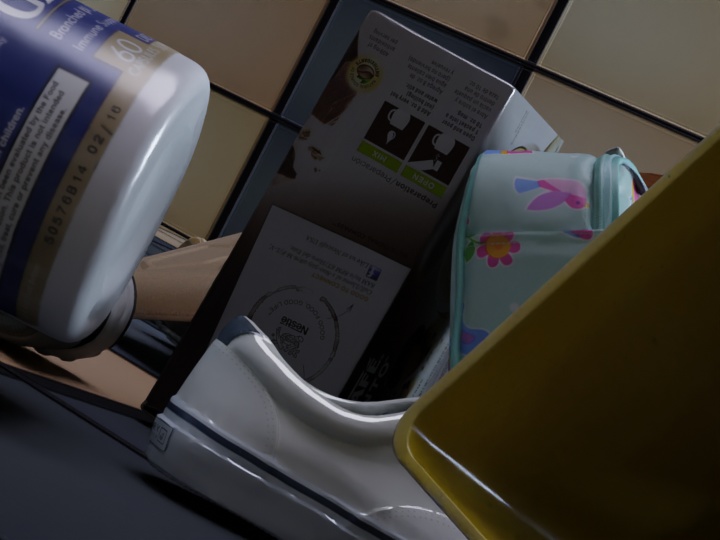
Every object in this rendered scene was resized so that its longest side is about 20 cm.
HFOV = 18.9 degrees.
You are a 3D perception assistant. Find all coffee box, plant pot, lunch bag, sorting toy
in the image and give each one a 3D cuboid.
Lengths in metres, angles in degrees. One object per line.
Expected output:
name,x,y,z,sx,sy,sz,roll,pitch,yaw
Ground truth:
coffee box,0.000,0.000,0.966,0.080,0.201,0.113,30,0,19
plant pot,0.168,0.085,0.720,0.200,0.200,0.176,47,-1,40
lunch bag,0.092,0.049,0.915,0.077,0.201,0.160,-1,-10,19
sorting toy,-0.041,-0.004,1.252,0.200,0.037,0.185,-22,14,-38

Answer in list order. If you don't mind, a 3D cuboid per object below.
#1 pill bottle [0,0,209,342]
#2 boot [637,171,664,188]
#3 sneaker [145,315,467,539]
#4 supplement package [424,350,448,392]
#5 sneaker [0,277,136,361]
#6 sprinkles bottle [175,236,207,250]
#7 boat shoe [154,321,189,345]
pill bottle,-0.164,-0.066,0.767,0.199,0.111,0.111,26,0,2
boot,0.222,-0.021,1.189,0.187,0.069,0.200,0,6,-21
sneaker,0.022,0.085,0.791,0.199,0.071,0.073,29,0,-12
supplement package,0.095,0.045,1.142,0.111,0.156,0.200,27,0,17
sneaker,-0.193,-0.027,0.955,0.200,0.074,0.079,28,5,12
sprinkles bottle,-0.049,0.046,1.537,0.199,0.068,0.068,27,0,-25
boat shoe,-0.063,0.038,1.321,0.068,0.074,0.199,20,2,-35
